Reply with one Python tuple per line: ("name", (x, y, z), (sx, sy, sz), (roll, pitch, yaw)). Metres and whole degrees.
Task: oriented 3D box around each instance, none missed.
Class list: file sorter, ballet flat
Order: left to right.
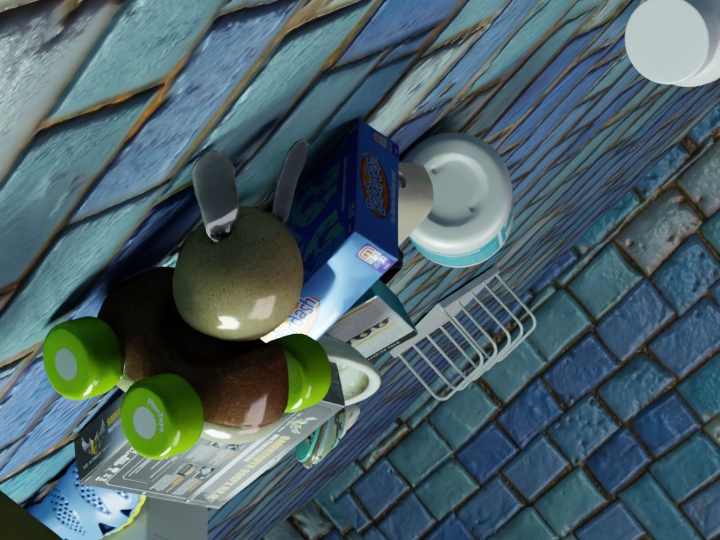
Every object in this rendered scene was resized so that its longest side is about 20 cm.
("ballet flat", (-0.031, 0.132, 1.965), (0.074, 0.074, 0.201), (-48, -149, 42))
("file sorter", (0.174, 0.106, 2.980), (0.139, 0.125, 0.200), (-48, 169, 36))

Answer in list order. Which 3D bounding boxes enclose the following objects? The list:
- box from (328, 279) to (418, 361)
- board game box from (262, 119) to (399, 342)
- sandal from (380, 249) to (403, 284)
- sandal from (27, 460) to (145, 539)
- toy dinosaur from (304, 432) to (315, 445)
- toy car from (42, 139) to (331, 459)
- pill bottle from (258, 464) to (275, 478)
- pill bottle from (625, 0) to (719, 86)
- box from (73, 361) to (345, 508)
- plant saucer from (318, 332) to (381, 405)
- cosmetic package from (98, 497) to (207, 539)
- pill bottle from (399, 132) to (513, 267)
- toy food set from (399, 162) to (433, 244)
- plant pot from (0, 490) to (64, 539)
("box", (-0.006, 0.045, 1.831), (0.082, 0.049, 0.200), (-30, 163, 5))
("board game box", (-0.048, -0.001, 1.400), (0.200, 0.045, 0.152), (-46, -156, 28))
("sandal", (-0.001, 0.001, 1.862), (0.200, 0.048, 0.075), (-30, 166, -50))
("sandal", (-0.279, 0.236, 1.728), (0.200, 0.080, 0.087), (-46, 167, 21))
("toy dinosaur", (-0.094, 0.130, 1.708), (0.088, 0.048, 0.200), (-1, 158, 21))
("toy car", (-0.099, 0.002, 1.239), (0.164, 0.157, 0.201), (-16, 130, -50))
("pill bottle", (-0.113, 0.149, 1.904), (0.200, 0.112, 0.112), (-47, 170, 38))
("pill bottle", (0.353, -0.256, 1.902), (0.120, 0.120, 0.200), (-46, 171, 31))
("box", (-0.135, 0.135, 1.615), (0.158, 0.049, 0.200), (15, 137, -38))
("plant saucer", (-0.080, 0.086, 1.719), (0.199, 0.051, 0.200), (0, 159, 0))
("cosmetic package", (-0.212, 0.272, 1.782), (0.107, 0.085, 0.201), (-36, -144, 30))
("pill bottle", (0.091, -0.062, 1.739), (0.111, 0.111, 0.200), (-41, 172, 0))
("toy food set", (-0.040, -0.021, 1.582), (0.200, 0.061, 0.143), (-46, 159, 22))
("plant pot", (-0.281, 0.200, 1.104), (0.194, 0.195, 0.200), (-47, -165, 7))
